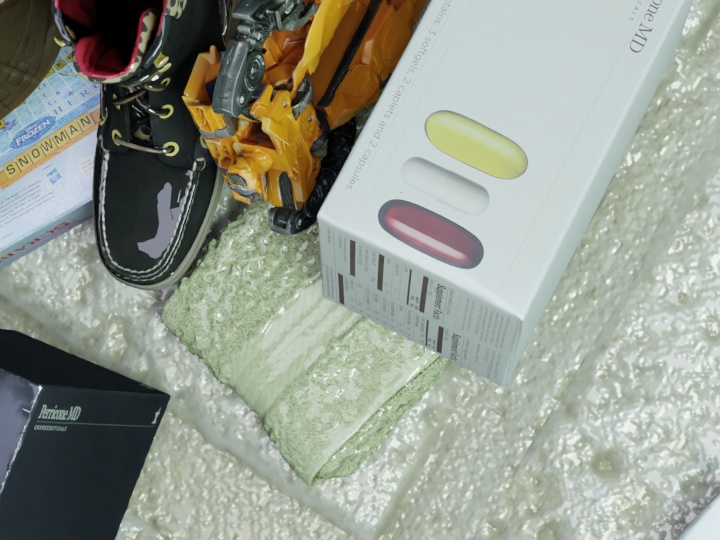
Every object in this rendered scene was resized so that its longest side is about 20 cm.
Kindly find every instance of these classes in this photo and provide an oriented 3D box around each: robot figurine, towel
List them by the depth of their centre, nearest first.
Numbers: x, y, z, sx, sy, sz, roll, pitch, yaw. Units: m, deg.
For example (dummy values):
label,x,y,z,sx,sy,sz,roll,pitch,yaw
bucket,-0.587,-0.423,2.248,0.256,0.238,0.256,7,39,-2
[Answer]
label,x,y,z,sx,sy,sz,roll,pitch,yaw
robot figurine,-0.025,-0.118,1.282,0.058,0.145,0.201,12,57,29
towel,0.000,0.000,1.343,0.200,0.036,0.148,-45,77,6

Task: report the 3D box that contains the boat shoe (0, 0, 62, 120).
label,x,y,z,sx,sy,sz,roll,pitch,yaw
boat shoe,-0.191,-0.147,1.342,0.200,0.072,0.065,-47,43,10

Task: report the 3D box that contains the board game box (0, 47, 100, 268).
label,x,y,z,sx,sy,sz,roll,pitch,yaw
board game box,-0.187,-0.123,1.389,0.199,0.041,0.201,-28,81,9

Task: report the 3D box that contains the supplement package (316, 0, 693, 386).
label,x,y,z,sx,sy,sz,roll,pitch,yaw
supplement package,0.072,-0.068,1.243,0.110,0.156,0.201,26,78,6

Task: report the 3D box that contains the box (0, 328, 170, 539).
label,x,y,z,sx,sy,sz,roll,pitch,yaw
box,-0.202,0.127,1.296,0.103,0.200,0.183,22,91,14

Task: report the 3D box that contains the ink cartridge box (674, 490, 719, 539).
label,x,y,z,sx,sy,sz,roll,pitch,yaw
ink cartridge box,0.207,0.233,1.274,0.200,0.047,0.160,43,96,14

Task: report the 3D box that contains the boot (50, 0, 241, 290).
label,x,y,z,sx,sy,sz,roll,pitch,yaw
boot,-0.111,-0.094,1.273,0.073,0.151,0.202,14,89,12
